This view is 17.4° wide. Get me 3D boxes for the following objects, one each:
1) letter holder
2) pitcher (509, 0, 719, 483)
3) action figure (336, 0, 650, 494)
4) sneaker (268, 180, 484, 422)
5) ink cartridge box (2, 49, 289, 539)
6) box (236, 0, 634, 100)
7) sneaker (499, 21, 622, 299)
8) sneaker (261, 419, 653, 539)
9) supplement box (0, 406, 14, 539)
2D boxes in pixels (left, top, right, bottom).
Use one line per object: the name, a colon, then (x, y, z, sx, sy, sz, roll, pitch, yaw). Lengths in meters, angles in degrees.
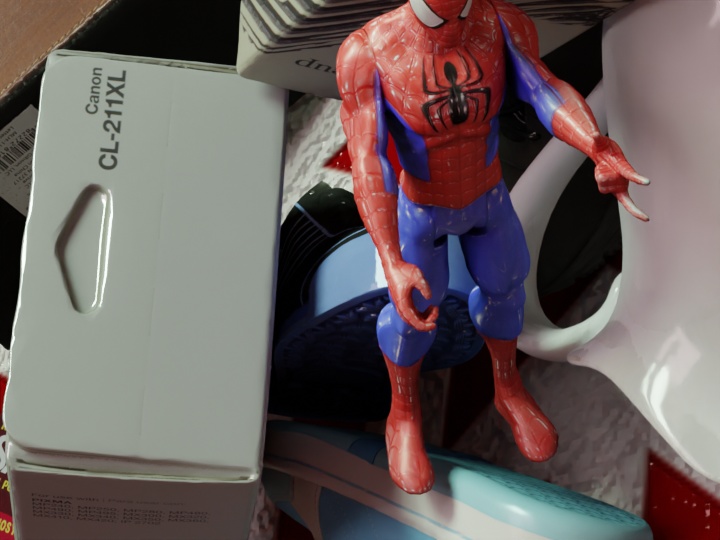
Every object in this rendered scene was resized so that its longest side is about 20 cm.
letter holder: (-0.127, -0.094, 1.015, 0.200, 0.101, 0.142, -40, 42, 11)
pitcher: (0.111, -0.051, 0.721, 0.171, 0.121, 0.201, 23, 104, 48)
action figure: (0.035, 0.001, 0.667, 0.099, 0.065, 0.200, -115, 12, -47)
sneaker: (0.000, 0.000, 0.834, 0.200, 0.070, 0.078, 134, 139, -71)
ink cartridge box: (-0.075, 0.033, 0.827, 0.200, 0.083, 0.146, 106, 168, -68)
box: (0.033, -0.106, 0.689, 0.200, 0.082, 0.069, 150, 127, -66)
sneaker: (0.069, -0.088, 0.813, 0.076, 0.091, 0.201, 25, 98, 53)
sneaker: (0.012, 0.125, 0.810, 0.200, 0.079, 0.131, 14, 91, 60)
supplement box: (-0.121, 0.131, 0.991, 0.109, 0.061, 0.201, 9, 82, 53)
